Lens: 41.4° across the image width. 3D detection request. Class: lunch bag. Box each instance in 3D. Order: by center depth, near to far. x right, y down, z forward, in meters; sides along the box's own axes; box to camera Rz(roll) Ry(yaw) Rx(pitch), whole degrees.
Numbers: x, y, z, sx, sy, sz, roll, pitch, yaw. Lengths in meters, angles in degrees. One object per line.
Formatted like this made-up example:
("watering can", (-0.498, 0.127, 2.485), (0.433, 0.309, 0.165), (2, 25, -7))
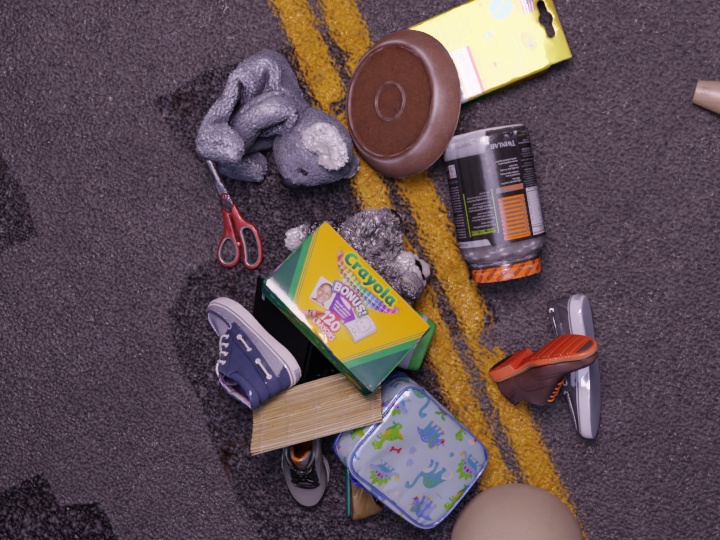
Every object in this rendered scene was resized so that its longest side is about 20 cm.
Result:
("lunch bag", (0.068, 0.255, 1.334), (0.200, 0.082, 0.161), (42, 85, -26))

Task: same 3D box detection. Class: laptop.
("laptop", (-0.056, 0.107, 1.365), (0.196, 0.104, 0.179), (3, 139, -10))

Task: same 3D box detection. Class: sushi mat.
("sushi mat", (-0.062, 0.190, 1.306), (0.197, 0.097, 0.012), (-17, 133, 14))

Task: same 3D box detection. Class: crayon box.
("crayon box", (-0.020, 0.051, 1.251), (0.200, 0.058, 0.119), (44, 74, 3))
("crayon box", (0.179, -0.312, 1.322), (0.197, 0.051, 0.129), (-20, 91, 11))

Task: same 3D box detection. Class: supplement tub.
("supplement tub", (0.185, -0.091, 1.306), (0.120, 0.123, 0.203), (-9, 94, 10))

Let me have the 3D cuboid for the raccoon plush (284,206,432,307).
("raccoon plush", (0.000, 0.000, 1.333), (0.197, 0.097, 0.136), (-12, 65, 7))

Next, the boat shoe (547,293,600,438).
("boat shoe", (0.295, 0.135, 1.341), (0.065, 0.070, 0.203), (-4, 98, 29))

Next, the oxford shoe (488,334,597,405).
("oxford shoe", (0.260, 0.139, 1.300), (0.071, 0.199, 0.073), (-31, 92, -31))

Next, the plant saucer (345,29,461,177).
("plant saucer", (0.048, -0.231, 1.310), (0.198, 0.034, 0.204), (0, 91, 39))

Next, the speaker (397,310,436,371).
("speaker", (0.006, 0.071, 1.368), (0.198, 0.088, 0.090), (24, 98, 6))

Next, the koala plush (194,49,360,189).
("koala plush", (-0.093, -0.189, 1.321), (0.198, 0.177, 0.186), (27, 89, 9))

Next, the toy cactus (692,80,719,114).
("toy cactus", (0.525, -0.216, 1.264), (0.163, 0.102, 0.203), (16, 106, 17))

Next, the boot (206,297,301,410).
("boot", (-0.180, 0.115, 1.360), (0.199, 0.090, 0.074), (34, 140, 36))

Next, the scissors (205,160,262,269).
("scissors", (-0.192, -0.100, 1.422), (0.072, 0.014, 0.204), (-8, 93, 12))

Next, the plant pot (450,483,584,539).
("plant pot", (0.220, 0.419, 1.341), (0.197, 0.134, 0.204), (1, 95, 10))

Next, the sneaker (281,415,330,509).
("sneaker", (-0.086, 0.274, 1.384), (0.073, 0.080, 0.203), (3, 123, 7))

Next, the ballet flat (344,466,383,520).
("ballet flat", (0.001, 0.269, 1.391), (0.062, 0.069, 0.203), (-7, 112, -3))
